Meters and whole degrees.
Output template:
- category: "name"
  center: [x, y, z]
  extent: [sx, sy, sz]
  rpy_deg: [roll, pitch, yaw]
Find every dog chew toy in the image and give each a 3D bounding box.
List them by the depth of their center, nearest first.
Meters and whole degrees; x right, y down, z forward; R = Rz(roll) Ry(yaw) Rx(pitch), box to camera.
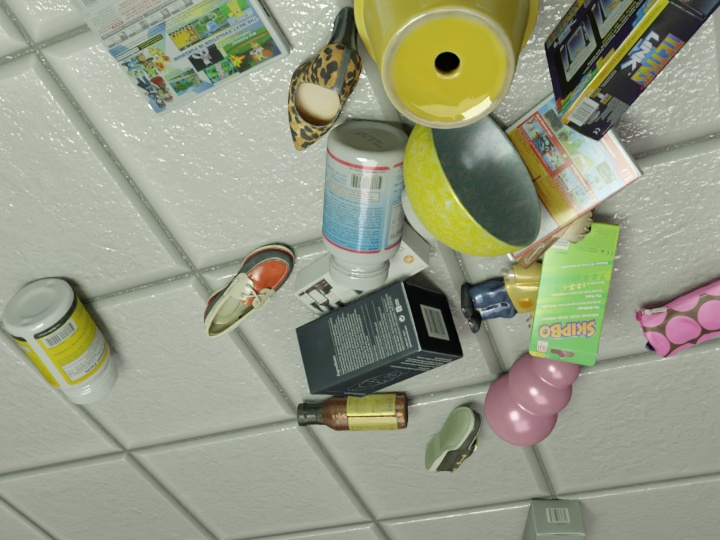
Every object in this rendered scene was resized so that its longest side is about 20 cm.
- category: "dog chew toy"
  center: [0.287, 0.193, 1.254]
  extent: [0.123, 0.125, 0.201]
  rpy_deg: [20, 124, -14]

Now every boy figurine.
- category: "boy figurine"
  center: [0.253, 0.040, 1.144]
  extent: [0.198, 0.065, 0.125]
  rpy_deg: [-12, 128, 19]

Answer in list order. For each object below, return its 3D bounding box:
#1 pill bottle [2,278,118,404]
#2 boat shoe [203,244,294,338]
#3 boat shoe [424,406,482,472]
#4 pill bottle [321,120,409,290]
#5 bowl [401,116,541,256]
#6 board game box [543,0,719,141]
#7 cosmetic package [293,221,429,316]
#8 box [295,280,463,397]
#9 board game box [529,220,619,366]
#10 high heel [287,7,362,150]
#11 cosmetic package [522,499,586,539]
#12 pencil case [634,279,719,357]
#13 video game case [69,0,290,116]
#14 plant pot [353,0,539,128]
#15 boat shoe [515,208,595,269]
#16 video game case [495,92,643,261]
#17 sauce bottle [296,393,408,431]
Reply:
- category: "pill bottle"
  center: [-0.480, 0.120, 1.250]
  extent: [0.113, 0.115, 0.201]
  rpy_deg: [-6, 133, 11]
- category: "boat shoe"
  center: [-0.173, 0.034, 1.176]
  extent: [0.071, 0.063, 0.199]
  rpy_deg: [37, 125, -25]
- category: "boat shoe"
  center: [0.180, 0.312, 1.410]
  extent: [0.060, 0.072, 0.202]
  rpy_deg: [13, 141, -13]
- category: "pill bottle"
  center: [0.005, -0.080, 0.993]
  extent: [0.107, 0.109, 0.202]
  rpy_deg: [6, 122, 0]
- category: "bowl"
  center: [0.112, -0.094, 0.917]
  extent: [0.199, 0.202, 0.107]
  rpy_deg: [36, 132, -27]
- category: "board game box"
  center: [0.274, -0.259, 0.781]
  extent: [0.056, 0.166, 0.200]
  rpy_deg: [24, 132, -15]
- category: "cosmetic package"
  center: [0.000, 0.000, 1.136]
  extent: [0.199, 0.051, 0.082]
  rpy_deg: [-31, 125, 30]
- category: "box"
  center: [0.029, 0.110, 1.160]
  extent: [0.199, 0.108, 0.148]
  rpy_deg: [-25, 158, 25]
- category: "board game box"
  center: [0.296, 0.029, 1.075]
  extent: [0.094, 0.030, 0.203]
  rpy_deg: [9, 101, 14]
- category: "high heel"
  center: [-0.051, -0.188, 0.894]
  extent: [0.071, 0.144, 0.201]
  rpy_deg: [17, 133, -12]
- category: "cosmetic package"
  center: [0.404, 0.571, 1.626]
  extent: [0.105, 0.091, 0.202]
  rpy_deg: [-2, 131, 3]
- category: "pencil case"
  center: [0.506, 0.052, 1.121]
  extent: [0.199, 0.091, 0.094]
  rpy_deg: [-33, 110, 28]
- category: "video game case"
  center: [-0.210, -0.291, 0.895]
  extent: [0.198, 0.022, 0.183]
  rpy_deg: [-19, 129, 20]
- category: "plant pot"
  center: [0.088, -0.253, 0.789]
  extent: [0.198, 0.190, 0.202]
  rpy_deg: [2, 133, 2]
- category: "boat shoe"
  center: [0.274, -0.071, 1.009]
  extent: [0.200, 0.075, 0.072]
  rpy_deg: [-38, 80, 34]
- category: "video game case"
  center: [0.229, -0.122, 0.966]
  extent: [0.199, 0.017, 0.144]
  rpy_deg: [-37, 85, 33]
- category: "sauce bottle"
  center: [-0.014, 0.253, 1.373]
  extent: [0.197, 0.066, 0.066]
  rpy_deg: [-1, 134, 9]
